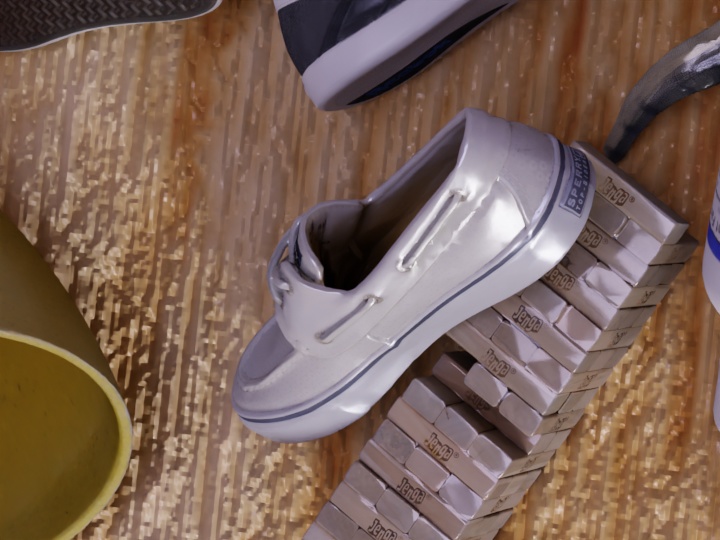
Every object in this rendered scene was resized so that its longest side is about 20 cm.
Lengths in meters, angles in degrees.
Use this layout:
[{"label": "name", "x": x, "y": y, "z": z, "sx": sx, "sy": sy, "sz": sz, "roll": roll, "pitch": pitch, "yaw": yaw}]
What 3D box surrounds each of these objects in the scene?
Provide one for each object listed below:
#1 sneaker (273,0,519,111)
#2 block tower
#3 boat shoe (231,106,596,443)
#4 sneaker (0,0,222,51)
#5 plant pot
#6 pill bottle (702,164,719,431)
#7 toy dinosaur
[{"label": "sneaker", "x": 0.037, "y": -0.157, "z": 0.992, "sx": 0.200, "sy": 0.073, "sz": 0.112, "roll": -31, "pitch": 81, "yaw": 20}, {"label": "block tower", "x": 0.054, "y": 0.047, "z": 0.997, "sx": 0.054, "sy": 0.058, "sz": 0.200, "roll": 39, "pitch": 105, "yaw": 17}, {"label": "boat shoe", "x": 0.000, "y": 0.000, "z": 0.976, "sx": 0.200, "sy": 0.070, "sz": 0.071, "roll": -35, "pitch": 36, "yaw": 43}, {"label": "sneaker", "x": -0.132, "y": -0.145, "z": 1.075, "sx": 0.199, "sy": 0.073, "sz": 0.085, "roll": 0, "pitch": 60, "yaw": 28}, {"label": "plant pot", "x": -0.205, "y": 0.029, "z": 1.044, "sx": 0.200, "sy": 0.200, "sz": 0.142, "roll": -32, "pitch": 52, "yaw": 19}, {"label": "pill bottle", "x": 0.182, "y": -0.030, "z": 0.899, "sx": 0.112, "sy": 0.112, "sz": 0.201, "roll": 16, "pitch": 115, "yaw": 21}, {"label": "toy dinosaur", "x": 0.164, "y": -0.114, "z": 0.959, "sx": 0.199, "sy": 0.047, "sz": 0.089, "roll": -21, "pitch": 89, "yaw": 24}]
